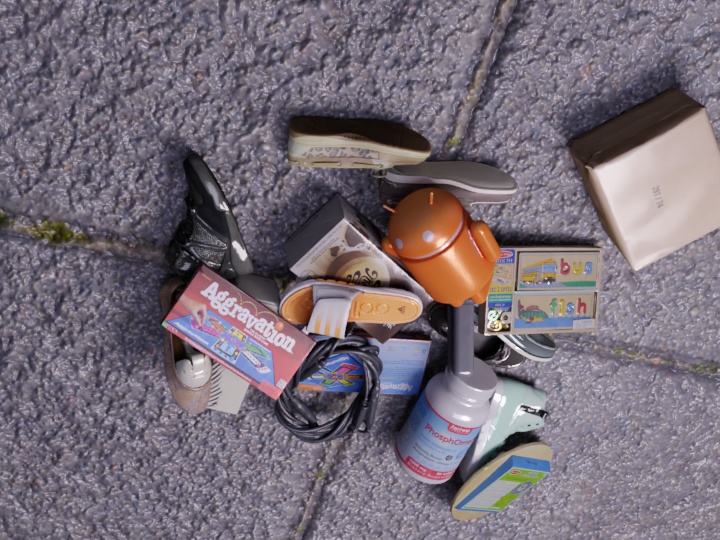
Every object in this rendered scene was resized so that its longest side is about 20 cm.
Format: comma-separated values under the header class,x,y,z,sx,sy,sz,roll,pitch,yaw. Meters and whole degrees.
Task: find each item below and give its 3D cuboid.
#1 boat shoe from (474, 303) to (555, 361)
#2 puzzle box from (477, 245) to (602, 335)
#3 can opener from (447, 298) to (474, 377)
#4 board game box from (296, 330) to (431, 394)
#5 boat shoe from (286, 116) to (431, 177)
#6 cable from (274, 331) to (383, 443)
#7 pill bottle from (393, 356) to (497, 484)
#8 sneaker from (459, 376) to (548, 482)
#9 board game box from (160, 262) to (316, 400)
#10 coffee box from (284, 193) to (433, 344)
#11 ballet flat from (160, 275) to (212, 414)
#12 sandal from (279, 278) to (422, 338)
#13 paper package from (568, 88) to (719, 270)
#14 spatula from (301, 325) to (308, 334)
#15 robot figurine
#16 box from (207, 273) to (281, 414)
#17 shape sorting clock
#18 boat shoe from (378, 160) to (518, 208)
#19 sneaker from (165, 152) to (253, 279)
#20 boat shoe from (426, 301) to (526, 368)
class,x,y,z,sx,sy,sz,roll,pitch,yaw
boat shoe,0.237,0.074,1.785,0.199,0.073,0.062,33,112,-21
puzzle box,0.274,0.028,1.752,0.199,0.025,0.134,-1,98,-21
can opener,0.132,0.057,1.715,0.066,0.053,0.202,0,89,-13
board game box,0.005,0.143,1.797,0.198,0.019,0.104,4,117,-14
boat shoe,-0.003,-0.169,1.599,0.198,0.073,0.063,8,124,-4
cable,-0.048,0.174,1.763,0.162,0.051,0.201,4,121,-8
pill bottle,0.137,0.232,1.820,0.108,0.109,0.201,14,124,-19
sneaker,0.238,0.273,1.897,0.117,0.074,0.201,12,116,-15
board game box,-0.170,0.087,1.621,0.199,0.019,0.103,35,89,-18
coffee box,0.000,0.000,1.685,0.113,0.080,0.200,-42,119,15
ballet flat,-0.247,0.106,1.648,0.068,0.067,0.202,-12,89,-29
sandal,-0.012,0.059,1.634,0.205,0.059,0.080,1,129,-3
paper package,0.430,-0.134,1.687,0.190,0.104,0.201,-27,121,5
spatula,-0.093,0.098,1.708,0.200,0.020,0.057,-37,111,-30
robot figurine,0.111,-0.033,1.605,0.117,0.144,0.200,-43,126,-5
box,-0.183,0.108,1.710,0.068,0.082,0.201,15,114,-18
shape sorting clock,0.235,0.351,1.931,0.199,0.039,0.201,-21,148,-14
boat shoe,0.124,-0.117,1.652,0.198,0.072,0.060,4,125,-10
sneaker,-0.229,-0.062,1.604,0.114,0.076,0.200,-21,127,-7
boat shoe,0.186,0.112,1.804,0.199,0.057,0.067,30,110,-25
